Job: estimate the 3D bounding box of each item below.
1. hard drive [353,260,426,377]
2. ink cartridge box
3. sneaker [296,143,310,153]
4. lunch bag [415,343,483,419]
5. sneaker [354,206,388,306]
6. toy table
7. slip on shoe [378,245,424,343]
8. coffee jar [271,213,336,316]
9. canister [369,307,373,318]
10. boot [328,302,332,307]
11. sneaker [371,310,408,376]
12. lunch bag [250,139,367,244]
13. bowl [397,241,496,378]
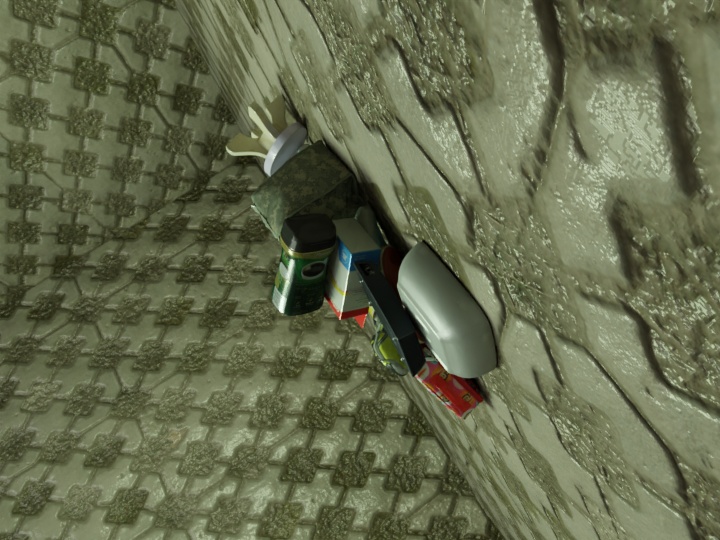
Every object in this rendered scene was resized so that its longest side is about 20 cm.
[{"bbox_3d":[0.053,0.079,1.111,0.201,0.042,0.136,60,175,43],"label":"hard drive"},{"bbox_3d":[-0.029,0.012,1.237,0.116,0.067,0.202,51,141,43],"label":"ink cartridge box"},{"bbox_3d":[-0.104,-0.207,1.430,0.071,0.072,0.202,9,-118,-39],"label":"sneaker"},{"bbox_3d":[0.158,0.212,1.269,0.200,0.082,0.176,45,-178,-29],"label":"lunch bag"},{"bbox_3d":[0.036,-0.033,1.261,0.074,0.081,0.203,18,117,59],"label":"sneaker"},{"bbox_3d":[-0.206,-0.308,1.438,0.117,0.184,0.200,41,154,2],"label":"toy table"},{"bbox_3d":[0.095,0.040,1.199,0.061,0.074,0.202,-34,76,41],"label":"slip on shoe"},{"bbox_3d":[-0.109,-0.013,1.196,0.085,0.103,0.201,51,140,38],"label":"coffee jar"},{"bbox_3d":[0.077,0.111,1.564,0.149,0.086,0.200,60,175,-21],"label":"canister"},{"bbox_3d":[-0.096,-0.011,1.431,0.201,0.066,0.175,54,157,-1],"label":"boot"},{"bbox_3d":[0.069,0.120,1.218,0.075,0.076,0.201,35,-154,-27],"label":"sneaker"},{"bbox_3d":[-0.112,-0.144,1.269,0.164,0.199,0.118,51,171,43],"label":"lunch bag"},{"bbox_3d":[0.130,0.075,1.000,0.200,0.074,0.201,53,171,35],"label":"bowl"}]
